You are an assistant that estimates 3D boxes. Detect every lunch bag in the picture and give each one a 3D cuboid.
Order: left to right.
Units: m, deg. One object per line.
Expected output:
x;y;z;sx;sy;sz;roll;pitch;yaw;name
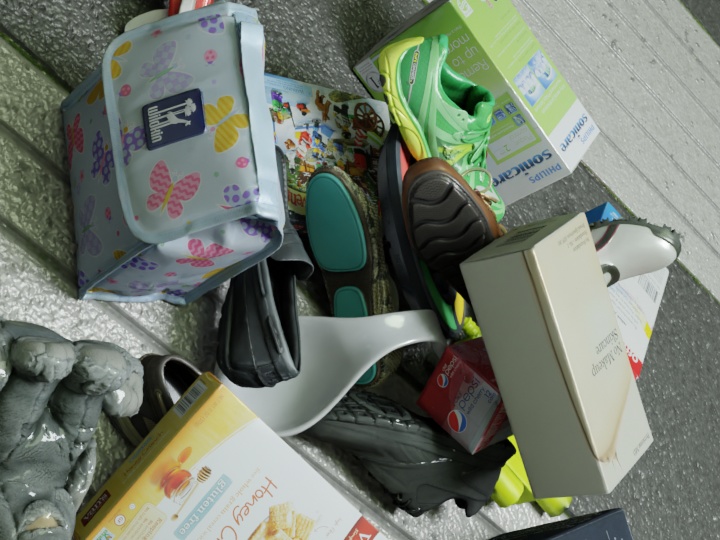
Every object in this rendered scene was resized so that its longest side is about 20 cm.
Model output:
-0.135;-0.084;0.886;0.126;0.199;0.172;5;70;-40;lunch bag

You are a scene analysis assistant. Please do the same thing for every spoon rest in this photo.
-0.021;0.071;0.973;0.198;0.061;0.100;-16;67;-14;spoon rest

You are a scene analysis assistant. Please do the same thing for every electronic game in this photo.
0.060;-0.037;1.095;0.200;0.041;0.203;-13;90;-74;electronic game

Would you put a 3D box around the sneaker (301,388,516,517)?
0.035;0.161;1.022;0.198;0.076;0.092;17;99;-17;sneaker

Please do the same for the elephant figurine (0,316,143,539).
-0.224;0.139;0.773;0.140;0.155;0.203;11;90;-1;elephant figurine

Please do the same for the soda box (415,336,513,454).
0.138;0.094;1.056;0.070;0.064;0.199;40;28;26;soda box

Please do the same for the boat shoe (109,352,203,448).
-0.106;0.142;0.904;0.200;0.073;0.075;47;48;-17;boat shoe

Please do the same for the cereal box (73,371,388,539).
-0.088;0.189;0.862;0.144;0.039;0.200;-49;118;-10;cereal box

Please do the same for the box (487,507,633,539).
0.123;0.283;0.998;0.199;0.148;0.108;-8;77;-43;box

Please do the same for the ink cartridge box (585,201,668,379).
0.247;0.042;1.264;0.116;0.067;0.201;45;48;-19;ink cartridge box

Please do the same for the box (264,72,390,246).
-0.052;-0.100;1.078;0.198;0.038;0.138;6;68;-40;box

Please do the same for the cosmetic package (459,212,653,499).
0.158;0.067;0.959;0.103;0.073;0.202;-31;104;-51;cosmetic package

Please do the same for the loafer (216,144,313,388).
-0.069;-0.007;0.950;0.068;0.070;0.203;37;51;-61;loafer

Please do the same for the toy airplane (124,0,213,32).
-0.135;-0.278;1.003;0.199;0.141;0.200;-34;79;-22;toy airplane

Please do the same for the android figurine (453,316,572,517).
0.147;0.135;1.157;0.201;0.041;0.182;52;47;-15;android figurine

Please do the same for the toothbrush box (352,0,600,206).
0.113;-0.168;1.179;0.201;0.145;0.086;52;47;-13;toothbrush box

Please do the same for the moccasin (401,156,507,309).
0.087;-0.038;1.014;0.201;0.073;0.078;40;33;-51;moccasin

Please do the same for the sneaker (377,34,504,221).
0.086;-0.116;1.050;0.201;0.083;0.074;58;20;-32;sneaker

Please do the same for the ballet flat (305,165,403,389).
0.000;0.000;1.044;0.075;0.067;0.202;-31;114;-51;ballet flat

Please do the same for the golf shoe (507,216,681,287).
0.215;0.005;1.172;0.077;0.198;0.089;59;29;-50;golf shoe
